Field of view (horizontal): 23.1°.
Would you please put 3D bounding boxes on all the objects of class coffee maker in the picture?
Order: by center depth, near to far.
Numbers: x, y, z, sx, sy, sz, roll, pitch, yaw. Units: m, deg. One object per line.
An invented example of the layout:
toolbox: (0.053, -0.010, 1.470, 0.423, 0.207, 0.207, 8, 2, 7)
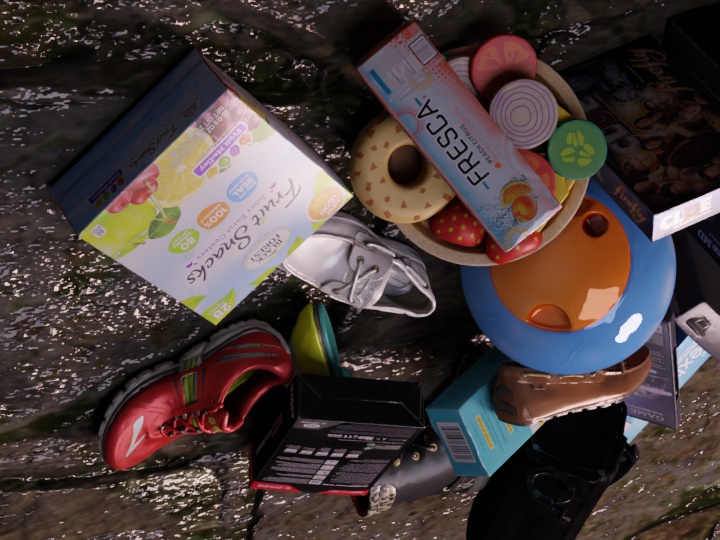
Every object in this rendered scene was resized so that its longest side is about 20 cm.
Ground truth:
coffee maker: (0.190, 0.237, 1.905, 0.192, 0.135, 0.200, -37, 156, -42)

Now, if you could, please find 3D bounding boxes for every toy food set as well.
toy food set: (0.105, -0.102, 1.527, 0.200, 0.049, 0.198, 36, 96, -8)

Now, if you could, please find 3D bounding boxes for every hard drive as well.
hard drive: (0.375, 0.028, 1.877, 0.042, 0.135, 0.200, -24, 147, 25)

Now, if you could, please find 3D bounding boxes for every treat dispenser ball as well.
treat dispenser ball: (0.194, -0.003, 1.650, 0.201, 0.201, 0.201, -21, 140, -19)

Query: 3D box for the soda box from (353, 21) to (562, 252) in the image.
soda box: (0.079, -0.112, 1.464, 0.064, 0.200, 0.068, -39, -173, 3)

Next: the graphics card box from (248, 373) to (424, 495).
graphics card box: (-0.027, 0.160, 1.685, 0.125, 0.051, 0.200, 6, 154, -14)

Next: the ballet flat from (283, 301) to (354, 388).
ballet flat: (-0.042, 0.103, 1.696, 0.067, 0.067, 0.200, -15, 144, 7)

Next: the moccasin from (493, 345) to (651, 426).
moccasin: (0.211, 0.097, 1.748, 0.201, 0.074, 0.078, -10, 102, -32)

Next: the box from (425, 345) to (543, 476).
box: (0.156, 0.119, 1.773, 0.200, 0.049, 0.082, -39, 112, -36)

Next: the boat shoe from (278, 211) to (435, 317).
boat shoe: (0.000, 0.000, 1.610, 0.200, 0.069, 0.071, 15, 121, -45)

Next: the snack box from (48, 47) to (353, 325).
snack box: (-0.126, -0.064, 1.449, 0.169, 0.068, 0.200, -44, 144, 8)

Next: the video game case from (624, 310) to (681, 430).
video game case: (0.267, 0.090, 1.866, 0.019, 0.143, 0.200, -60, 153, -29)

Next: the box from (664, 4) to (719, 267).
box: (0.376, -0.120, 1.675, 0.117, 0.197, 0.200, -18, 139, -21)

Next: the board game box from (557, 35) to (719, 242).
board game box: (0.261, -0.122, 1.580, 0.135, 0.200, 0.035, -23, 140, -17)

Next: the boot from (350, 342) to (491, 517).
boot: (0.071, 0.174, 1.846, 0.153, 0.074, 0.204, -14, 135, -23)

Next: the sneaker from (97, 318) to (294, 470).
sneaker: (-0.150, 0.122, 1.607, 0.200, 0.085, 0.077, -36, 141, -3)

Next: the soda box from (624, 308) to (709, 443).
soda box: (0.317, 0.115, 1.981, 0.068, 0.064, 0.200, 20, 115, -47)
